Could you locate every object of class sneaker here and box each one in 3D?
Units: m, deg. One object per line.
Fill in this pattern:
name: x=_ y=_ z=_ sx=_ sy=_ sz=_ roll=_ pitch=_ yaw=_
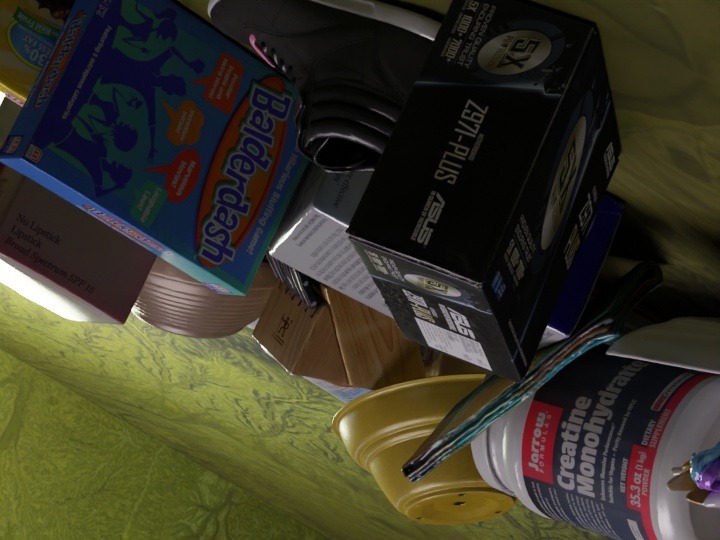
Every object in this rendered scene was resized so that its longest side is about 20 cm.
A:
sneaker: x=-0.034 y=-0.119 z=1.314 sx=0.199 sy=0.100 sz=0.071 roll=17 pitch=167 yaw=36

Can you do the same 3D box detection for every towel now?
towel: x=0.124 y=0.071 z=1.513 sx=0.022 sy=0.200 sz=0.147 roll=51 pitch=-154 yaw=0

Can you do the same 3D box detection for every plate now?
plate: x=0.299 y=0.054 z=1.406 sx=0.199 sy=0.033 sz=0.199 roll=3 pitch=-178 yaw=-40

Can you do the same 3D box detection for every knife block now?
knife block: x=0.000 y=0.000 z=1.669 sx=0.199 sy=0.176 sz=0.064 roll=15 pitch=-161 yaw=-42

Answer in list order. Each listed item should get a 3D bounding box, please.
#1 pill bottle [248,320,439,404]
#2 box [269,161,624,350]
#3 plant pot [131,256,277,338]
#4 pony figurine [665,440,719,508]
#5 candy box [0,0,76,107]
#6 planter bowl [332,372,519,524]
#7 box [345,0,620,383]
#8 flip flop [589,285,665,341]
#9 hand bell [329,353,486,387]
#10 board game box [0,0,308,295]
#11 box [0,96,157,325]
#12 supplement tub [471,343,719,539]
pill bottle: x=-0.026 y=0.052 z=1.975 sx=0.200 sy=0.109 sz=0.108 roll=35 pitch=164 yaw=-37
box: x=0.056 y=-0.028 z=1.499 sx=0.199 sy=0.105 sz=0.184 roll=27 pitch=167 yaw=-6
plant pot: x=-0.138 y=-0.005 z=1.776 sx=0.200 sy=0.093 sz=0.201 roll=12 pitch=-161 yaw=-4
pony figurine: x=0.324 y=0.134 z=1.381 sx=0.199 sy=0.168 sz=0.193 roll=-14 pitch=-161 yaw=-27
candy box: x=-0.181 y=-0.140 z=1.501 sx=0.199 sy=0.103 sz=0.026 roll=31 pitch=166 yaw=-28
planter bowl: x=0.078 y=0.157 z=1.746 sx=0.199 sy=0.084 sz=0.201 roll=-3 pitch=157 yaw=-1
box: x=0.078 y=-0.045 z=1.253 sx=0.086 sy=0.165 sz=0.200 roll=21 pitch=166 yaw=17
flip flop: x=0.145 y=0.031 z=1.678 sx=0.199 sy=0.058 sz=0.081 roll=23 pitch=167 yaw=7
hand bell: x=0.047 y=0.088 z=1.878 sx=0.199 sy=0.105 sz=0.104 roll=2 pitch=159 yaw=23
board game box: x=-0.132 y=-0.095 z=1.478 sx=0.200 sy=0.153 sz=0.045 roll=32 pitch=165 yaw=-31
box: x=-0.203 y=-0.077 z=1.573 sx=0.128 sy=0.201 sz=0.109 roll=32 pitch=165 yaw=-30
supplement tub: x=0.196 y=0.130 z=1.599 sx=0.199 sy=0.141 sz=0.140 roll=14 pitch=163 yaw=41
